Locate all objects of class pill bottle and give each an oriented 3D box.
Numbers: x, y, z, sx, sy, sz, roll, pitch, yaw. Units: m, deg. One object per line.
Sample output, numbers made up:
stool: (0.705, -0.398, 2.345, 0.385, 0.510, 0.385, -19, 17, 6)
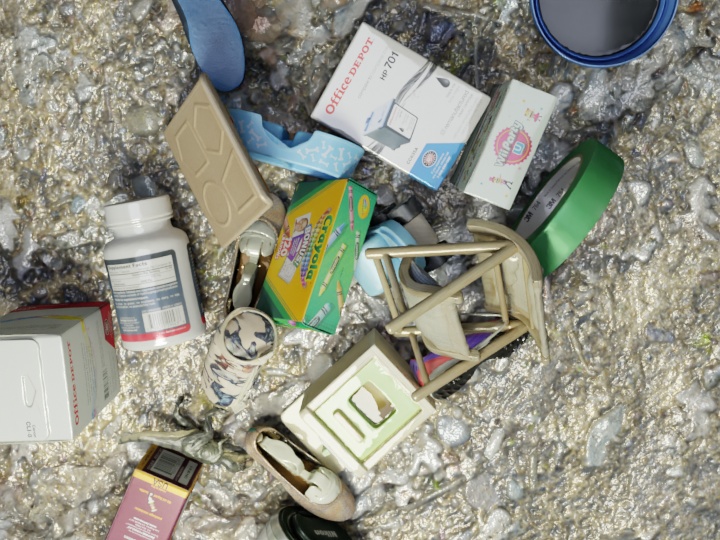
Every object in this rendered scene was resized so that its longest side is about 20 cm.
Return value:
pill bottle: (-0.291, 0.001, 1.188, 0.119, 0.120, 0.201, -9, 99, 3)

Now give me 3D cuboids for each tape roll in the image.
tape roll: (0.262, -0.078, 1.120, 0.048, 0.200, 0.201, 36, 98, -4)

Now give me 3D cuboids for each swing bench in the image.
swing bench: (0.131, 0.047, 1.092, 0.199, 0.130, 0.199, -17, 142, 2)

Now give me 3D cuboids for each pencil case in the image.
pencil case: (-0.167, 0.124, 1.171, 0.078, 0.200, 0.089, -38, 80, -30)

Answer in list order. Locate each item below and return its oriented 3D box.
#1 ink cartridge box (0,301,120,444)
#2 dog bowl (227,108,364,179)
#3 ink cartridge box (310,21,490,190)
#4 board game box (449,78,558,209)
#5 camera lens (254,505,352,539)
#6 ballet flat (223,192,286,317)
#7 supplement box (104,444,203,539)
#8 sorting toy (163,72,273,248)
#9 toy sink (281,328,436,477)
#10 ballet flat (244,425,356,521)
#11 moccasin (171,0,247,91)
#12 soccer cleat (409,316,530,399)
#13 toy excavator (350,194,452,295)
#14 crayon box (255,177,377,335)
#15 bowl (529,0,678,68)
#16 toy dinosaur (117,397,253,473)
ink cartridge box: (-0.436, 0.135, 1.172, 0.144, 0.200, 0.146, -3, 99, 2)
dog bowl: (-0.096, -0.166, 1.151, 0.199, 0.111, 0.050, 17, 90, 3)
ink cartridge box: (0.053, -0.221, 1.161, 0.200, 0.086, 0.147, 29, 99, -5)
board game box: (0.180, -0.165, 1.108, 0.064, 0.200, 0.148, 22, 100, -1)
camera lens: (-0.103, 0.459, 1.238, 0.160, 0.160, 0.200, 32, 99, -4)
ballet flat: (-0.149, -0.010, 1.200, 0.068, 0.067, 0.201, 13, 99, 3)
supplement box: (-0.314, 0.372, 1.254, 0.085, 0.110, 0.201, 24, 99, -2)
sorting toy: (-0.186, -0.140, 1.126, 0.036, 0.200, 0.186, -26, 87, -30)
toy sink: (-0.009, 0.204, 1.218, 0.200, 0.112, 0.130, -42, 96, 8)
ballet flat: (-0.086, 0.296, 1.245, 0.200, 0.067, 0.068, 35, 62, -1)
moccasin: (-0.205, -0.342, 1.157, 0.080, 0.068, 0.201, -19, 100, -3)
soccer cleat: (0.162, 0.104, 1.215, 0.200, 0.073, 0.068, -33, 134, -16)
toy excavator: (0.000, 0.000, 1.183, 0.200, 0.194, 0.100, -37, 98, -21)
crayon box: (-0.060, -0.020, 1.143, 0.058, 0.119, 0.201, 25, 77, -36)
bowl: (0.326, -0.376, 1.151, 0.200, 0.039, 0.201, 0, 100, 1)
toy dinosaur: (-0.245, 0.238, 1.254, 0.199, 0.047, 0.088, 17, 81, -11)
